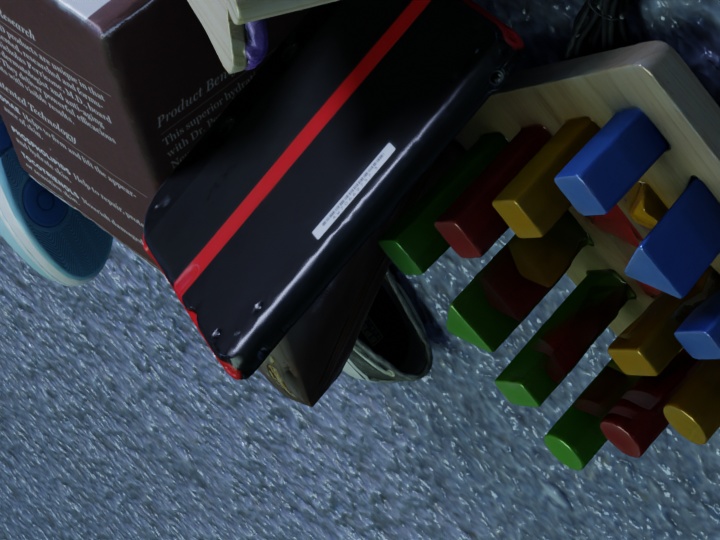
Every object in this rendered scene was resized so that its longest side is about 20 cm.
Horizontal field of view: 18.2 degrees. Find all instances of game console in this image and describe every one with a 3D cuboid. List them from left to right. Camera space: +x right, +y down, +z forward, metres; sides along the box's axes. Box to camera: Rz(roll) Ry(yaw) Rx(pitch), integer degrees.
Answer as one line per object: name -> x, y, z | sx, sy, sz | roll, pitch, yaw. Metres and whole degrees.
game console -> -0.018, -0.056, 1.067 | 0.031, 0.200, 0.177 | 37, -174, -31

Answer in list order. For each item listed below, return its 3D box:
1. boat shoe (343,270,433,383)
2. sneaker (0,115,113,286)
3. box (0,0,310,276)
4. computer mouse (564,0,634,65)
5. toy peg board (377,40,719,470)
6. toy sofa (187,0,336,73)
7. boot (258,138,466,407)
boat shoe -> -0.022, -0.011, 1.394 | 0.200, 0.071, 0.064 | 50, 161, -21
sneaker -> -0.235, -0.070, 1.351 | 0.130, 0.079, 0.201 | -23, 99, 47
box -> -0.101, -0.132, 1.209 | 0.164, 0.166, 0.200 | 35, 153, 36
computer mouse -> 0.047, -0.171, 1.007 | 0.200, 0.046, 0.141 | 46, 160, 14
toy peg board -> 0.119, 0.010, 1.058 | 0.200, 0.098, 0.199 | 49, 161, -16
toy sofa -> -0.055, -0.186, 1.049 | 0.200, 0.082, 0.098 | -123, 24, -45
boot -> 0.000, 0.000, 1.157 | 0.064, 0.201, 0.187 | 10, 151, 20
